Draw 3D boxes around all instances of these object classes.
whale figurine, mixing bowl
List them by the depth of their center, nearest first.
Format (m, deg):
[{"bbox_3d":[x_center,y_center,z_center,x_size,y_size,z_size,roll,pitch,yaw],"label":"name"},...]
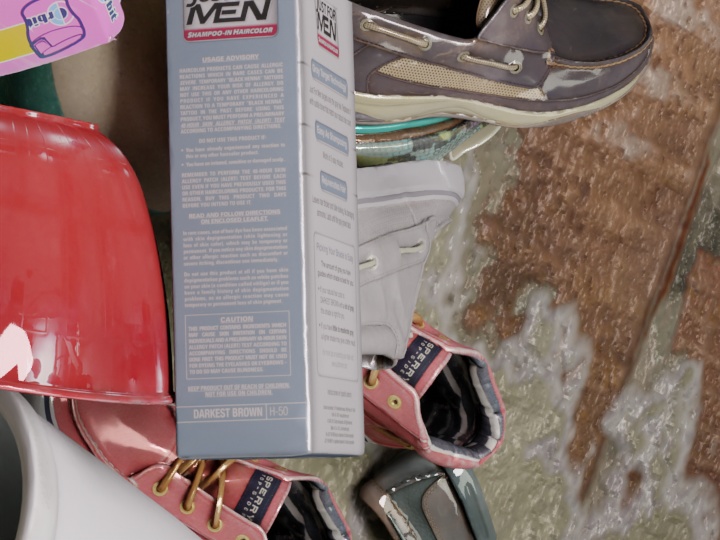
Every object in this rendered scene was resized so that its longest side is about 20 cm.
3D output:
[{"bbox_3d":[-0.164,-0.016,1.122,0.200,0.199,0.109,8,93,-49],"label":"mixing bowl"},{"bbox_3d":[-0.106,-0.121,1.246,0.159,0.103,0.201,29,57,-49],"label":"whale figurine"}]

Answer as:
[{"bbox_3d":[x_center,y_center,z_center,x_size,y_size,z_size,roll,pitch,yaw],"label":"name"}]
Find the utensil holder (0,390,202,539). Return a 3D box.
[{"bbox_3d":[-0.154,0.156,1.212,0.200,0.169,0.171,42,71,-47],"label":"utensil holder"}]

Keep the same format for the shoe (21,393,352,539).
[{"bbox_3d":[-0.080,0.096,1.325,0.200,0.091,0.072,51,54,-45],"label":"shoe"}]

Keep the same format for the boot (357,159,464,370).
[{"bbox_3d":[0.000,0.000,1.301,0.200,0.073,0.096,-10,91,-65],"label":"boot"}]

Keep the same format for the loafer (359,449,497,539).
[{"bbox_3d":[0.050,0.184,1.538,0.063,0.072,0.201,-27,117,-17],"label":"loafer"}]

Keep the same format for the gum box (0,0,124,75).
[{"bbox_3d":[-0.196,-0.127,1.058,0.199,0.066,0.114,-16,123,5],"label":"gum box"}]

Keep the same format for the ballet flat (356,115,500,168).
[{"bbox_3d":[0.042,-0.083,1.436,0.200,0.069,0.071,-31,141,-39],"label":"ballet flat"}]

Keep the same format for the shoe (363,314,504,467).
[{"bbox_3d":[0.001,0.028,1.389,0.072,0.091,0.200,-56,136,-19],"label":"shoe"}]

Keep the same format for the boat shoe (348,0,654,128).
[{"bbox_3d":[0.064,-0.119,1.372,0.199,0.075,0.074,-8,139,-25],"label":"boat shoe"}]

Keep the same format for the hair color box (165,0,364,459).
[{"bbox_3d":[-0.039,-0.021,1.154,0.099,0.060,0.201,18,70,-77],"label":"hair color box"}]
